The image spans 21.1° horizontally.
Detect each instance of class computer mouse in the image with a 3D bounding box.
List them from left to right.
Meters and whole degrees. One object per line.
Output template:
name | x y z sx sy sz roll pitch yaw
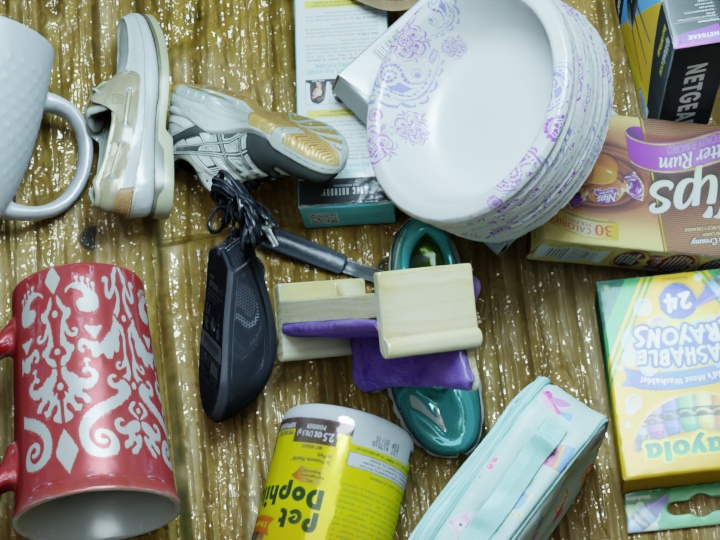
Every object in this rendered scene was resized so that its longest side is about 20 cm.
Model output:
computer mouse | -0.092 0.028 1.564 0.053 0.138 0.200 1 107 -19

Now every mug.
mug | -0.325 -0.112 1.647 0.200 0.148 0.175 15 76 -21
mug | -0.236 0.101 1.543 0.177 0.133 0.200 12 59 -37

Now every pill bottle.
pill bottle | -0.030 0.212 1.506 0.109 0.109 0.200 10 71 9

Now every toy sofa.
toy sofa | 0.010 0.050 1.506 0.083 0.200 0.098 -4 89 -27

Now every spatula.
spatula | 0.000 0.000 1.626 0.200 0.021 0.057 19 78 13

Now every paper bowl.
paper bowl | 0.110 -0.121 1.511 0.201 0.104 0.201 -17 64 39

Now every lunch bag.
lunch bag | 0.109 0.176 1.478 0.077 0.160 0.200 33 77 15

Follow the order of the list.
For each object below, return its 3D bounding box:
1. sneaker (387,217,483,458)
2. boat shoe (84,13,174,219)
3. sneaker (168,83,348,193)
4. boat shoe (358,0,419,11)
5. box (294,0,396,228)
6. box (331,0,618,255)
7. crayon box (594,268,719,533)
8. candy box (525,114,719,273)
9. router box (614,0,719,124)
sneaker | 0.056 0.053 1.562 0.077 0.080 0.200 -9 84 -4
boat shoe | -0.201 -0.137 1.654 0.068 0.075 0.200 1 59 -15
sneaker | -0.087 -0.094 1.616 0.200 0.076 0.088 24 106 44
boat shoe | -0.027 -0.287 1.680 0.200 0.070 0.070 21 44 31
box | -0.013 -0.139 1.662 0.082 0.049 0.200 -3 70 4
box | 0.100 -0.137 1.623 0.200 0.041 0.156 44 72 5
crayon box | 0.263 0.102 1.548 0.126 0.052 0.200 -7 70 3
candy box | 0.237 -0.061 1.578 0.200 0.056 0.117 5 72 -9
router box | 0.252 -0.206 1.580 0.051 0.200 0.149 -10 70 0
